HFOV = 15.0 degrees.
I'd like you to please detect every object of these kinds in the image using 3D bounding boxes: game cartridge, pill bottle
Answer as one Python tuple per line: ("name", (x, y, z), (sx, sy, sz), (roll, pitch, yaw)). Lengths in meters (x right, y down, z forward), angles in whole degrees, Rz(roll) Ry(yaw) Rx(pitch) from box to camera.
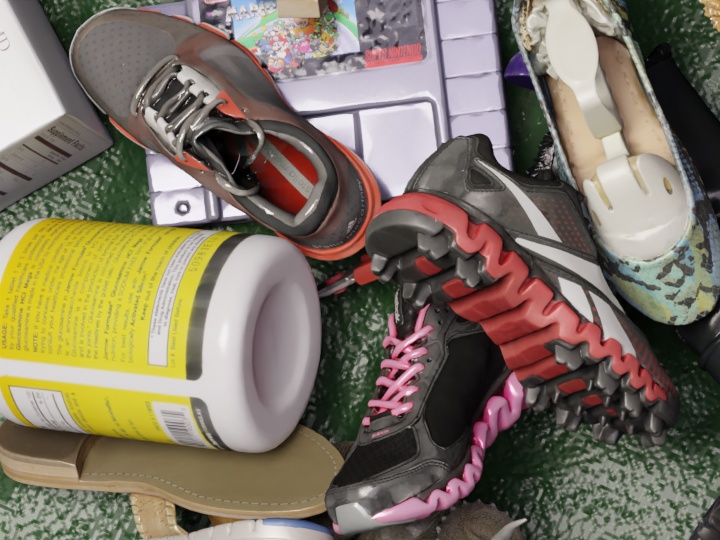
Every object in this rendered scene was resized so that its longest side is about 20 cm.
("game cartridge", (-0.021, -0.096, 1.479), (0.199, 0.038, 0.130), (-7, 88, 6))
("pill bottle", (-0.130, 0.030, 1.428), (0.200, 0.112, 0.113), (5, 85, 23))

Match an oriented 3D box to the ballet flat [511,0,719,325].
("ballet flat", (0.125, -0.066, 1.378), (0.074, 0.074, 0.200), (-24, 80, 4))

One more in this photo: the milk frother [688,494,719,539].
("milk frother", (0.236, 0.220, 1.372), (0.188, 0.180, 0.200), (46, 58, -25))

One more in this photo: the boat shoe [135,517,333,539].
("boat shoe", (-0.091, 0.176, 1.391), (0.072, 0.200, 0.073), (17, 66, -32))

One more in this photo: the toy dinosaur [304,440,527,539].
("toy dinosaur", (0.019, 0.137, 1.438), (0.102, 0.077, 0.200), (-50, 50, 0))

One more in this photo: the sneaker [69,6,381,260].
("sneaker", (-0.077, -0.081, 1.424), (0.200, 0.082, 0.077), (33, 95, 19))

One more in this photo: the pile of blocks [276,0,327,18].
("pile of blocks", (-0.046, -0.232, 1.456), (0.062, 0.082, 0.201), (0, 72, 13))

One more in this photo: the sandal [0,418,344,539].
("sandal", (-0.094, 0.121, 1.449), (0.211, 0.078, 0.070), (8, 127, 26))

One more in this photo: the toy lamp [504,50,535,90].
("toy lamp", (0.120, -0.196, 1.458), (0.058, 0.058, 0.201), (9, 85, 8))

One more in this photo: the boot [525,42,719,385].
("boot", (0.198, -0.052, 1.431), (0.198, 0.073, 0.163), (-42, 75, 0))

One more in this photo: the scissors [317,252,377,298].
("scissors", (0.000, 0.000, 1.461), (0.200, 0.073, 0.014), (-24, 108, 32))

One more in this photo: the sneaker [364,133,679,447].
("sneaker", (0.094, 0.006, 1.364), (0.200, 0.071, 0.098), (40, 56, -22))

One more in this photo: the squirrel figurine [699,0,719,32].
("squirrel figurine", (0.276, -0.128, 1.376), (0.200, 0.142, 0.187), (3, 62, 24))

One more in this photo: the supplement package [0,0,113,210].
("supplement package", (-0.253, -0.074, 1.464), (0.200, 0.110, 0.114), (-30, 81, 5))

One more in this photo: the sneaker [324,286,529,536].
("sneaker", (0.031, 0.058, 1.379), (0.079, 0.200, 0.096), (-15, 110, 37))
